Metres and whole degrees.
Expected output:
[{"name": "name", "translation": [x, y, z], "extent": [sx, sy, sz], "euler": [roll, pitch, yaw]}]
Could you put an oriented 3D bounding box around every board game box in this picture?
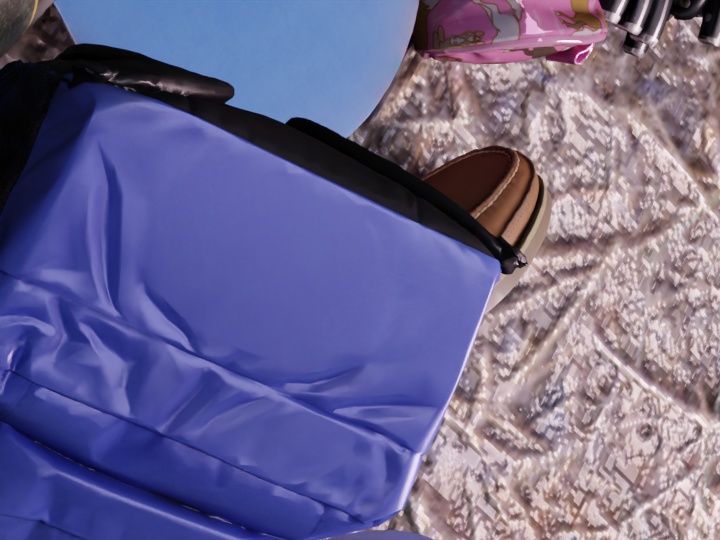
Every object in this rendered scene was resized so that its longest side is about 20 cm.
[{"name": "board game box", "translation": [-0.068, -0.130, 1.001], "extent": [0.158, 0.039, 0.201], "euler": [-36, 105, -35]}]

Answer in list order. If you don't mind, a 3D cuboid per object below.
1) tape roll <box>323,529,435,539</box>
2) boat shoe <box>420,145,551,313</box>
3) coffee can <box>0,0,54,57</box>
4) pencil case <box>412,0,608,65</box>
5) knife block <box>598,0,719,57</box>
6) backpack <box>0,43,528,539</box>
[{"name": "tape roll", "translation": [0.003, 0.212, 0.946], "extent": [0.139, 0.202, 0.203], "euler": [49, 59, -29]}, {"name": "boat shoe", "translation": [0.000, 0.000, 1.033], "extent": [0.200, 0.072, 0.068], "euler": [-42, 116, -34]}, {"name": "coffee can", "translation": [-0.189, -0.089, 0.821], "extent": [0.200, 0.146, 0.147], "euler": [-52, 120, -30]}, {"name": "pencil case", "translation": [0.051, -0.181, 1.078], "extent": [0.086, 0.083, 0.201], "euler": [-5, 94, 3]}, {"name": "knife block", "translation": [0.124, -0.200, 1.149], "extent": [0.175, 0.064, 0.201], "euler": [-36, 112, -39]}, {"name": "backpack", "translation": [-0.075, 0.014, 0.861], "extent": [0.162, 0.200, 0.168], "euler": [30, 90, -20]}]
